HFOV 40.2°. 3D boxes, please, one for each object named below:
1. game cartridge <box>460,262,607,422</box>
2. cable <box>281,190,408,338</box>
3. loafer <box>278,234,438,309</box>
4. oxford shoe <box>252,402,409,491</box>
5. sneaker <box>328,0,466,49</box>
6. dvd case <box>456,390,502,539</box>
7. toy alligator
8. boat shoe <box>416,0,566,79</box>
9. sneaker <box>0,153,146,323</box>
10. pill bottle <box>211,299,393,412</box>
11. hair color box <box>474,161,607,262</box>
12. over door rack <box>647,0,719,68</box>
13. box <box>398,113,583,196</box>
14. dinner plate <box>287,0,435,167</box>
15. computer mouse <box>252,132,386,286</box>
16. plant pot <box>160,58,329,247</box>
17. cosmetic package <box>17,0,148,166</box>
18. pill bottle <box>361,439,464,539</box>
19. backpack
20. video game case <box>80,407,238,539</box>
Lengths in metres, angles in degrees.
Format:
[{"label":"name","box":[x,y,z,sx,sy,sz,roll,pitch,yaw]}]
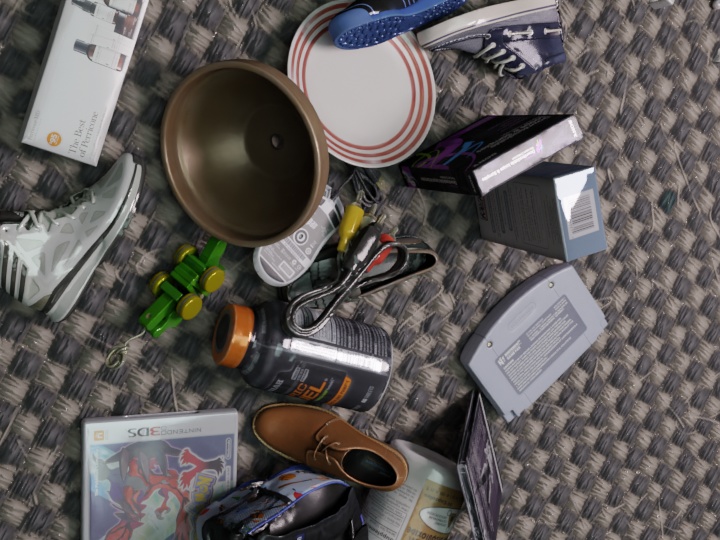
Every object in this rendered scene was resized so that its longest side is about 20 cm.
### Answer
[{"label":"game cartridge","box":[0.230,0.090,1.319,0.200,0.042,0.133,-42,108,-12]},{"label":"cable","box":[-0.016,0.008,1.139,0.097,0.050,0.200,43,69,-22]},{"label":"loafer","box":[0.000,0.000,1.189,0.199,0.063,0.072,-18,106,-20]},{"label":"oxford shoe","box":[-0.038,0.207,1.169,0.199,0.071,0.072,18,88,8]},{"label":"sneaker","box":[0.036,-0.319,1.143,0.199,0.070,0.078,-26,82,-30]},{"label":"dvd case","box":[0.152,0.260,1.241,0.016,0.200,0.149,-10,106,16]},{"label":"toy alligator","box":[-0.209,0.038,1.114,0.200,0.059,0.054,-51,154,-8]},{"label":"boat shoe","box":[0.168,-0.275,1.207,0.199,0.075,0.093,-19,98,-20]},{"label":"sneaker","box":[-0.316,-0.054,1.038,0.115,0.076,0.201,31,88,-26]},{"label":"pill bottle","box":[-0.070,0.096,1.153,0.199,0.106,0.107,16,92,-24]},{"label":"hair color box","box":[0.210,-0.078,1.190,0.060,0.200,0.100,-17,105,-19]},{"label":"over door rack","box":[0.448,-0.382,1.305,0.147,0.067,0.201,32,65,-24]},{"label":"box","box":[0.146,-0.139,1.153,0.143,0.200,0.036,-30,109,-16]},{"label":"dinner plate","box":[0.001,-0.218,1.155,0.199,0.024,0.201,3,83,-29]},{"label":"computer mouse","box":[-0.060,-0.068,1.166,0.200,0.044,0.110,-48,118,-15]},{"label":"plant pot","box":[-0.112,-0.133,1.080,0.093,0.200,0.202,-32,116,-59]},{"label":"cosmetic package","box":[-0.290,-0.218,1.035,0.082,0.051,0.201,17,92,-24]},{"label":"pill bottle","box":[0.052,0.326,1.239,0.114,0.114,0.201,24,89,-25]},{"label":"backpack","box":[-0.087,0.327,1.152,0.190,0.154,0.201,-24,118,-33]},{"label":"video game case","box":[-0.235,0.266,1.156,0.181,0.023,0.201,-1,100,-23]}]
